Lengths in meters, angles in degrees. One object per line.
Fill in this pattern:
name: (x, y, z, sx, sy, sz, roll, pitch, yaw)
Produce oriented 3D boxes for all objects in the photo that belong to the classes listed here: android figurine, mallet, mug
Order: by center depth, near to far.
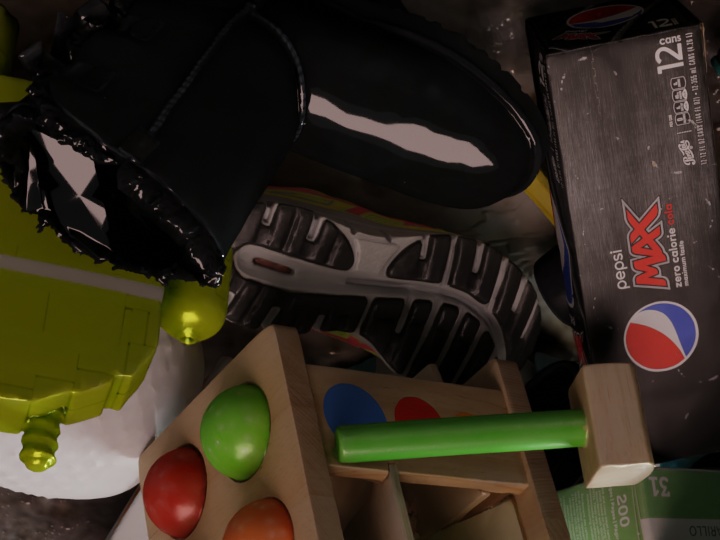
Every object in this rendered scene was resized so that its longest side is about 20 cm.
android figurine: (-0.138, -0.016, 0.710, 0.180, 0.202, 0.041, 10, 149, -14)
mallet: (0.062, -0.049, 0.817, 0.200, 0.041, 0.066, 39, 118, -21)
mug: (-0.183, 0.032, 0.845, 0.175, 0.149, 0.199, 38, 143, -29)

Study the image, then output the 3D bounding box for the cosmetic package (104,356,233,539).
cosmetic package: (-0.098, 0.148, 0.935, 0.071, 0.102, 0.200, 31, 135, -3)

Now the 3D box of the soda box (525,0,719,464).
soda box: (0.123, -0.016, 0.778, 0.070, 0.063, 0.202, -11, 112, 2)

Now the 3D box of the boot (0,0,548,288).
boot: (-0.036, -0.052, 0.706, 0.197, 0.163, 0.074, 33, 136, 3)

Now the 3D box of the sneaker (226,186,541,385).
sneaker: (0.000, 0.000, 0.842, 0.199, 0.090, 0.079, 22, 97, -29)

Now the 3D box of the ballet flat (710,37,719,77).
ballet flat: (0.232, -0.046, 0.786, 0.070, 0.071, 0.200, -28, 123, 26)

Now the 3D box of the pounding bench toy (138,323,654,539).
pounding bench toy: (0.010, 0.094, 0.753, 0.155, 0.125, 0.200, 11, 140, -34)

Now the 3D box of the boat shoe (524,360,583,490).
boat shoe: (0.055, 0.124, 0.882, 0.200, 0.070, 0.066, -43, 131, 8)

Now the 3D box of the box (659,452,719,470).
box: (0.218, 0.064, 0.842, 0.081, 0.050, 0.200, 14, 153, -7)

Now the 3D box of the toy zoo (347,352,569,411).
toy zoo: (0.036, 0.096, 0.952, 0.199, 0.021, 0.131, -24, 125, 24)

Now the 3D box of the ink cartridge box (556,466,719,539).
ink cartridge box: (0.178, 0.114, 0.802, 0.145, 0.048, 0.199, 7, 158, -36)
